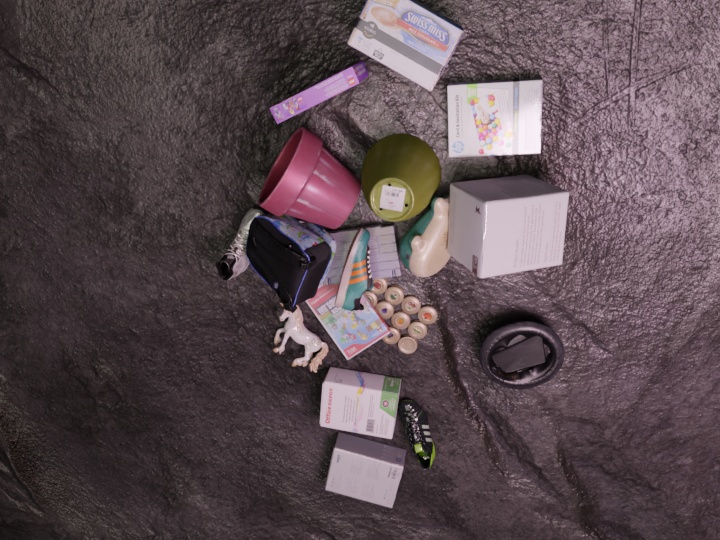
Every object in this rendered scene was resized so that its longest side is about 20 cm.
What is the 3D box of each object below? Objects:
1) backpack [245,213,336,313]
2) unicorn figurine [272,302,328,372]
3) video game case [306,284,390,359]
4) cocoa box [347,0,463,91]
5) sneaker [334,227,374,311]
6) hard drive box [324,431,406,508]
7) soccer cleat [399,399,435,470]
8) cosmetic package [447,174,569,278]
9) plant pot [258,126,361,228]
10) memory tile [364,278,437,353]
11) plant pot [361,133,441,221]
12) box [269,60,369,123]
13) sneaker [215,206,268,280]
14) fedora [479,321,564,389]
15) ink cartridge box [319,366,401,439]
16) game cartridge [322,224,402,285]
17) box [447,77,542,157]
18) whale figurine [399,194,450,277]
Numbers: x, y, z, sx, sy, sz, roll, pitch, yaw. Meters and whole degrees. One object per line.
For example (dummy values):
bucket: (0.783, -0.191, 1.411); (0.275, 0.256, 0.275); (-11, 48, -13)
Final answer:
backpack: (-0.166, -0.041, 1.502); (0.200, 0.147, 0.184); (40, 129, 21)
unicorn figurine: (-0.167, 0.169, 1.658); (0.199, 0.074, 0.138); (34, 105, -21)
video game case: (-0.036, 0.110, 1.611); (0.143, 0.017, 0.201); (-35, 93, 21)
cocoa box: (0.095, -0.477, 1.293); (0.199, 0.134, 0.132); (29, 114, -3)
sneaker: (0.000, 0.000, 1.504); (0.079, 0.071, 0.202); (15, 105, -5)
hard drive box: (0.013, 0.558, 1.780); (0.198, 0.077, 0.157); (14, 114, 3)
soccer cleat: (0.155, 0.439, 1.701); (0.067, 0.081, 0.201); (-17, 109, 16)
cosmetic package: (0.310, -0.100, 1.361); (0.198, 0.165, 0.166); (-8, 113, -16)
plant pot: (-0.105, -0.191, 1.432); (0.178, 0.201, 0.200); (28, 116, -20)
memory tile: (0.082, 0.113, 1.612); (0.199, 0.017, 0.154); (31, 115, -4)
plant pot: (0.078, -0.184, 1.385); (0.185, 0.200, 0.189); (4, 113, 9)
box: (-0.085, -0.384, 1.364); (0.199, 0.137, 0.039); (-22, 108, 17)
sneaker: (-0.287, -0.055, 1.552); (0.075, 0.115, 0.201); (29, 114, -3)
fedora: (0.389, 0.191, 1.548); (0.199, 0.092, 0.202); (4, 113, 8)
ink cartridge box: (0.000, 0.350, 1.690); (0.198, 0.084, 0.146); (9, 114, 6)
game cartridge: (-0.005, -0.039, 1.543); (0.198, 0.038, 0.131); (-7, 97, 13)
box: (0.288, -0.329, 1.373); (0.198, 0.041, 0.157); (0, 113, 11)
whale figurine: (0.154, -0.086, 1.456); (0.103, 0.158, 0.201); (33, 124, 33)
